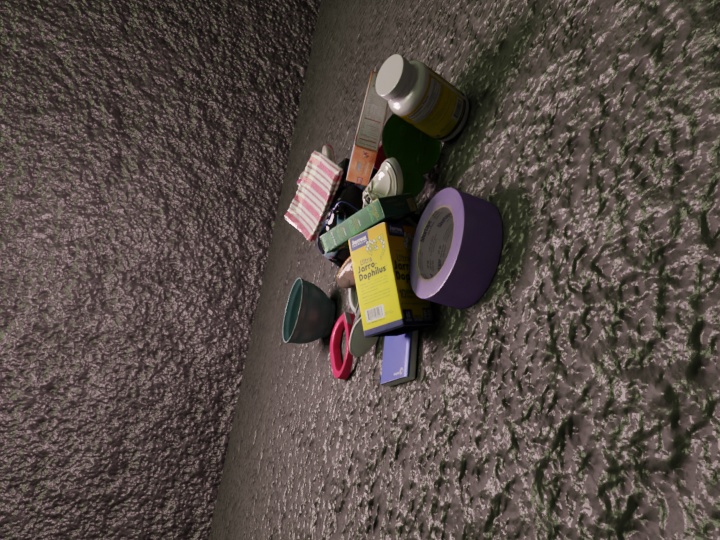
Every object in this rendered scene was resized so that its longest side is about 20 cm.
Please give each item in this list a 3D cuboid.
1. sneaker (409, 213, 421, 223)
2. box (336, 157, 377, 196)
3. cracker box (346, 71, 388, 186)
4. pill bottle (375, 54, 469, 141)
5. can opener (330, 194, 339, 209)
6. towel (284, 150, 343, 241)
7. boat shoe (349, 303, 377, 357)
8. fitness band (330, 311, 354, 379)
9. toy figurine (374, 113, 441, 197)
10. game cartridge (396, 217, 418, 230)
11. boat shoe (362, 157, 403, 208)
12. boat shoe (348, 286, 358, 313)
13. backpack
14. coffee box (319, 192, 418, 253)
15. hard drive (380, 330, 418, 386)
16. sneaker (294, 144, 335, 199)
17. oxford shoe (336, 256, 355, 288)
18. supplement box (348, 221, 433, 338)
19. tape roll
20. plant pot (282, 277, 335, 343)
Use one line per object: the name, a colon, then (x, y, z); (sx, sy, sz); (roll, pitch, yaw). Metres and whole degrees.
sneaker: (0.107, -0.126, 1.285); (0.106, 0.073, 0.206); (-40, 40, 42)
box: (-0.012, -0.218, 1.526); (0.199, 0.158, 0.090); (156, 127, -67)
cracker box: (0.021, -0.315, 1.219); (0.135, 0.056, 0.207); (112, 172, -66)
pill bottle: (0.128, -0.362, 1.141); (0.111, 0.196, 0.117); (-24, 56, 43)
can opener: (-0.029, -0.147, 1.476); (0.053, 0.195, 0.069); (-13, 59, 59)
towel: (-0.122, -0.195, 1.410); (0.146, 0.029, 0.205); (39, 110, 45)
boat shoe: (0.021, 0.111, 1.346); (0.205, 0.074, 0.060); (-64, 21, 0)
fitness band: (-0.046, 0.207, 1.522); (0.203, 0.036, 0.147); (-103, 30, -55)
toy figurine: (0.091, -0.254, 1.307); (0.184, 0.144, 0.209); (160, 118, -73)
game cartridge: (0.072, -0.018, 1.200); (0.133, 0.041, 0.205); (41, 115, 40)
boat shoe: (0.039, -0.165, 1.201); (0.072, 0.068, 0.201); (58, 156, 17)
boat shoe: (0.002, 0.051, 1.462); (0.204, 0.069, 0.072); (-85, 9, -48)
backpack: (-0.011, -0.099, 1.403); (0.201, 0.179, 0.137); (-52, 11, 44)
coffee box: (0.017, -0.100, 1.158); (0.197, 0.121, 0.045); (-28, 82, 45)
hard drive: (0.088, 0.140, 1.192); (0.132, 0.025, 0.208); (142, 138, -61)
sneaker: (-0.127, -0.249, 1.499); (0.082, 0.085, 0.206); (-125, 52, -65)
oxford shoe: (0.000, 0.000, 1.339); (0.198, 0.071, 0.074); (-35, 15, 41)
supplement box: (0.061, 0.022, 1.100); (0.107, 0.107, 0.208); (-21, 74, 39)
tape roll: (0.169, -0.040, 1.000); (0.199, 0.082, 0.208); (-166, 89, -71)
plant pot: (-0.158, 0.141, 1.735); (0.200, 0.130, 0.208); (-165, 90, -72)
